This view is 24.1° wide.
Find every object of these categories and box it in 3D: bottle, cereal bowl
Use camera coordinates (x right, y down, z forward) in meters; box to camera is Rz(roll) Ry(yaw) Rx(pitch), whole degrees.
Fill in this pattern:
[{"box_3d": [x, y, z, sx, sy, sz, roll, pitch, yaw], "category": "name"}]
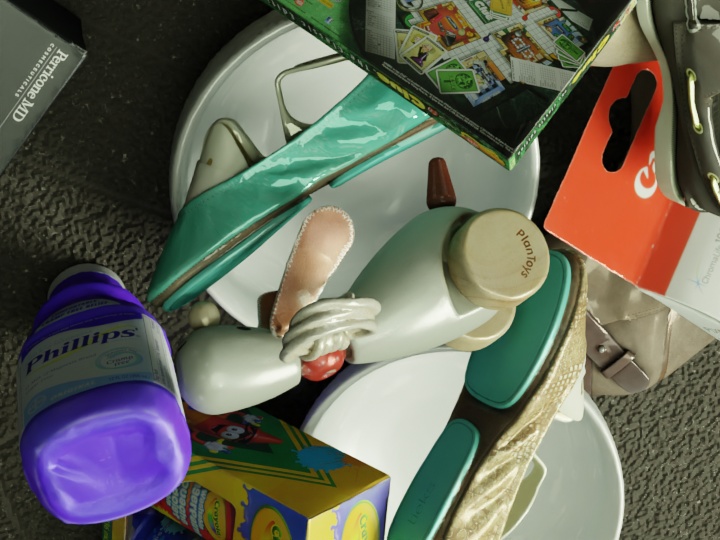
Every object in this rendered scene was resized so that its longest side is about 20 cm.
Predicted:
[{"box_3d": [-0.139, 0.056, 0.891, 0.083, 0.200, 0.066, -18, 116, -4], "category": "bottle"}, {"box_3d": [-0.008, -0.061, 0.927, 0.199, 0.083, 0.201, -5, 114, -11], "category": "cereal bowl"}, {"box_3d": [0.057, 0.125, 1.017, 0.199, 0.083, 0.201, 1, 105, 4], "category": "cereal bowl"}]

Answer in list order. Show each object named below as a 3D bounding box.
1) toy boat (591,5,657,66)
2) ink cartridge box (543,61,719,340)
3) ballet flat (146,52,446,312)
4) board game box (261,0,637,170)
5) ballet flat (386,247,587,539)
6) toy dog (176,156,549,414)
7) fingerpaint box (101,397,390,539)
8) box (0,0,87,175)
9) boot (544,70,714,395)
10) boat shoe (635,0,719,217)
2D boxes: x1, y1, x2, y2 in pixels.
[{"box_3d": [0.131, -0.211, 0.861, 0.130, 0.131, 0.201, -11, 126, -42], "category": "toy boat"}, {"box_3d": [0.217, -0.045, 0.935, 0.200, 0.057, 0.163, 31, 77, -28], "category": "ink cartridge box"}, {"box_3d": [-0.036, -0.060, 0.846, 0.200, 0.067, 0.071, -34, 89, 3], "category": "ballet flat"}, {"box_3d": [0.023, -0.144, 0.811, 0.200, 0.023, 0.105, 37, 86, 16], "category": "board game box"}, {"box_3d": [0.083, 0.085, 0.931, 0.065, 0.070, 0.201, 25, 96, -31], "category": "ballet flat"}, {"box_3d": [0.000, 0.000, 0.851, 0.199, 0.097, 0.132, -9, 159, -40], "category": "toy dog"}, {"box_3d": [-0.073, 0.186, 0.977, 0.073, 0.166, 0.201, -20, 124, -45], "category": "fingerpaint box"}, {"box_3d": [-0.256, -0.081, 0.874, 0.141, 0.079, 0.200, 34, 102, -20], "category": "box"}, {"box_3d": [0.145, -0.016, 1.002, 0.146, 0.070, 0.201, -21, 108, 6], "category": "boot"}, {"box_3d": [0.182, -0.107, 0.831, 0.072, 0.061, 0.202, -35, 135, -22], "category": "boat shoe"}]
